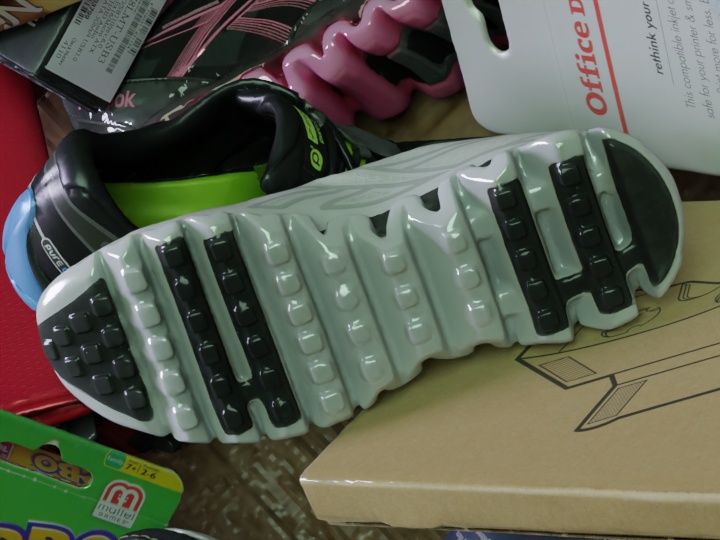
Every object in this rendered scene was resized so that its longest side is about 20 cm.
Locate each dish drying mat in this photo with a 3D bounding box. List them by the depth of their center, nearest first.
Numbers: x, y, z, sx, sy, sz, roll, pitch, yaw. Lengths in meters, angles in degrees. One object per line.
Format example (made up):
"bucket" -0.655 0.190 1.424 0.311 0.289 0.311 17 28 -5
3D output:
"dish drying mat" -0.143 -0.020 1.008 0.077 0.018 0.200 -19 50 3

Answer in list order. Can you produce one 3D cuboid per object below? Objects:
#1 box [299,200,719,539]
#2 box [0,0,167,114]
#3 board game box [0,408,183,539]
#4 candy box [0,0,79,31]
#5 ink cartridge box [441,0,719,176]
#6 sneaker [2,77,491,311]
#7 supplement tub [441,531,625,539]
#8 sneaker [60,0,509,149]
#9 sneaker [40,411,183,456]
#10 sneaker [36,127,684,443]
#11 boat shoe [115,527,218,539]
"box" 0.103 0.025 0.853 0.200 0.163 0.021 -2 121 41
"box" -0.121 -0.183 1.032 0.200 0.050 0.199 29 88 34
"board game box" -0.141 0.129 0.964 0.095 0.030 0.200 21 114 -19
"candy box" -0.159 -0.171 0.988 0.115 0.055 0.200 -18 65 25
"ink cartridge box" 0.122 -0.092 0.913 0.200 0.117 0.068 11 42 33
"sneaker" -0.016 -0.019 0.954 0.199 0.083 0.071 -2 55 -23
"supplement tub" 0.064 0.145 0.908 0.140 0.140 0.200 43 93 17
"sneaker" -0.022 -0.090 1.010 0.200 0.079 0.095 -30 63 7
"sneaker" -0.123 0.041 1.010 0.200 0.071 0.098 -37 64 -1
"sneaker" 0.000 0.000 0.896 0.200 0.081 0.075 -13 106 4
"boat shoe" -0.047 0.143 0.858 0.074 0.060 0.200 -48 42 18
